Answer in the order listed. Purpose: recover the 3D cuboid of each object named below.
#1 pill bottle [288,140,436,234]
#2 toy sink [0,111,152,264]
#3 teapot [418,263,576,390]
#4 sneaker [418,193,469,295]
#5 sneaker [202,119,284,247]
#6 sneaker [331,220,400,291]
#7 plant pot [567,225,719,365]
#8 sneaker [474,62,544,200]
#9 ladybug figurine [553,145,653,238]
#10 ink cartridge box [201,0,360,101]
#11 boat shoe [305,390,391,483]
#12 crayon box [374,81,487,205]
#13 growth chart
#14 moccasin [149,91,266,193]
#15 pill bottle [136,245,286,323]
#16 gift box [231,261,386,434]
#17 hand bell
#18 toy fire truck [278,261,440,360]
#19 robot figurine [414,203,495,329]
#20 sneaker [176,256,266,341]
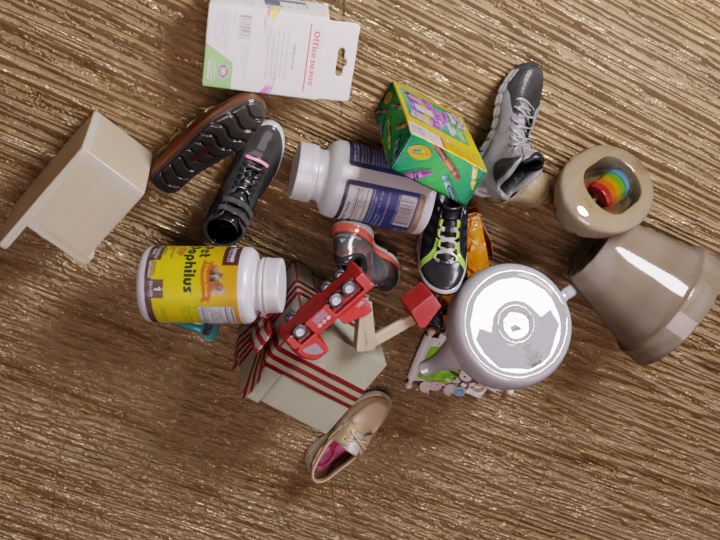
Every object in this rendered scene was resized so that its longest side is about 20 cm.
[{"bbox_3d":[0.002,-0.123,1.438,0.199,0.111,0.111,11,119,-12],"label":"pill bottle"},{"bbox_3d":[-0.394,-0.097,1.406,0.112,0.131,0.200,38,110,-24],"label":"toy sink"},{"bbox_3d":[0.213,0.086,1.503,0.199,0.146,0.198,18,78,-6],"label":"teapot"},{"bbox_3d":[0.120,-0.066,1.447,0.071,0.201,0.083,4,165,7],"label":"sneaker"},{"bbox_3d":[-0.164,-0.115,1.434,0.070,0.099,0.200,26,114,-17],"label":"sneaker"},{"bbox_3d":[0.000,0.000,1.490,0.077,0.082,0.200,1,157,24],"label":"sneaker"},{"bbox_3d":[0.419,0.012,1.529,0.173,0.200,0.200,37,112,-6],"label":"plant pot"},{"bbox_3d":[0.228,-0.186,1.393,0.075,0.115,0.201,17,98,-30],"label":"sneaker"},{"bbox_3d":[0.348,-0.109,1.460,0.136,0.200,0.072,54,142,10],"label":"ladybug figurine"},{"bbox_3d":[-0.107,-0.300,1.348,0.199,0.067,0.118,6,119,-8],"label":"ink cartridge box"},{"bbox_3d":[-0.017,0.288,1.703,0.074,0.069,0.200,33,113,-22],"label":"boat shoe"},{"bbox_3d":[0.092,-0.176,1.363,0.118,0.200,0.058,24,114,-18],"label":"crayon box"},{"bbox_3d":[0.181,0.156,1.675,0.199,0.018,0.145,6,120,-8],"label":"growth chart"},{"bbox_3d":[-0.212,-0.186,1.398,0.073,0.078,0.201,31,126,-34],"label":"moccasin"},{"bbox_3d":[-0.209,0.020,1.425,0.199,0.109,0.110,0,121,4],"label":"pill bottle"},{"bbox_3d":[-0.094,0.128,1.536,0.186,0.185,0.200,32,107,-24],"label":"gift box"},{"bbox_3d":[0.284,-0.103,1.504,0.200,0.104,0.104,29,115,-33],"label":"hand bell"},{"bbox_3d":[-0.001,0.067,1.416,0.200,0.049,0.141,-42,119,1],"label":"toy fire truck"},{"bbox_3d":[0.152,0.000,1.556,0.144,0.058,0.201,-12,120,2],"label":"robot figurine"},{"bbox_3d":[-0.210,0.045,1.521,0.199,0.084,0.121,0,106,3],"label":"sneaker"}]
